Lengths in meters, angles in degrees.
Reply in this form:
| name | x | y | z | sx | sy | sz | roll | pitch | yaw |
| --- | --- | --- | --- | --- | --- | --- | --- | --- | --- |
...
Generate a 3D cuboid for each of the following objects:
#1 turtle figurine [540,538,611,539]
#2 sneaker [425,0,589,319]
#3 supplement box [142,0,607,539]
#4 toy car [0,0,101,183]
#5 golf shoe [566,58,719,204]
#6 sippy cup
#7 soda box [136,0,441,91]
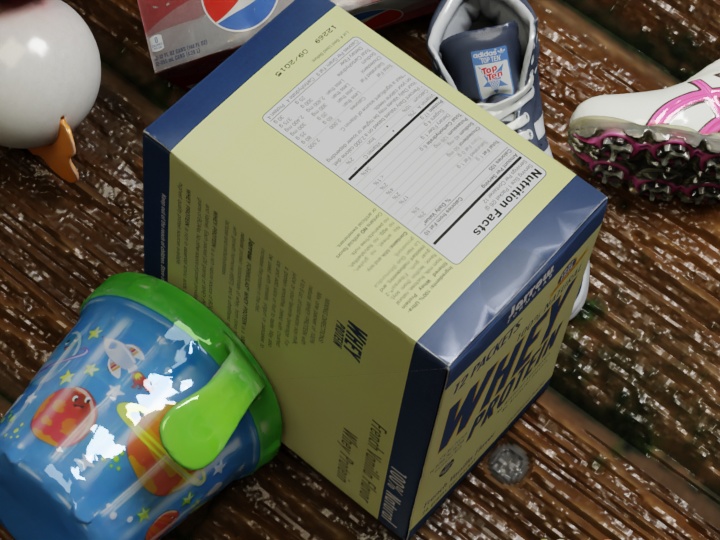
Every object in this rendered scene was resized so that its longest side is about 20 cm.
| name | x | y | z | sx | sy | sz | roll | pitch | yaw |
| --- | --- | --- | --- | --- | --- | --- | --- | --- | --- |
| turtle figurine | 0.060 | 0.224 | 1.032 | 0.160 | 0.064 | 0.201 | 14 | 74 | 12 |
| sneaker | 0.084 | -0.072 | 1.103 | 0.070 | 0.109 | 0.201 | -13 | 71 | 3 |
| supplement box | 0.000 | 0.000 | 1.029 | 0.199 | 0.200 | 0.134 | 37 | 62 | 17 |
| toy car | -0.220 | -0.146 | 1.162 | 0.184 | 0.177 | 0.201 | -23 | 105 | -28 |
| golf shoe | 0.217 | -0.089 | 1.113 | 0.198 | 0.073 | 0.093 | 2 | 65 | -4 |
| sippy cup | -0.133 | 0.093 | 1.039 | 0.139 | 0.178 | 0.130 | 35 | 57 | 16 |
| soda box | -0.032 | -0.173 | 1.154 | 0.199 | 0.063 | 0.071 | -16 | 81 | 12 |
